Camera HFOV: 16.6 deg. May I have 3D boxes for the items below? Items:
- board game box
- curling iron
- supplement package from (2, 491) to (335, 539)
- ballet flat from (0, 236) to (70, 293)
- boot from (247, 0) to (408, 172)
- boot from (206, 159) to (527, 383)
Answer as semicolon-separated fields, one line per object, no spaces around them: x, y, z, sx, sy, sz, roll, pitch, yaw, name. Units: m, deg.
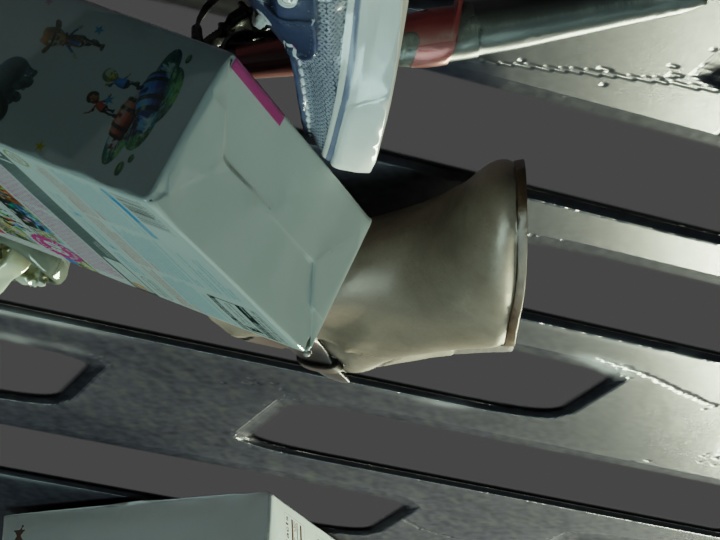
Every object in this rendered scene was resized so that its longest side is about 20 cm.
-0.113;-0.051;0.909;0.199;0.065;0.148;20;165;27;board game box
0.030;-0.096;0.925;0.199;0.050;0.026;-7;133;5;curling iron
-0.105;0.246;1.576;0.190;0.148;0.200;-7;156;21;supplement package
-0.215;-0.005;1.120;0.199;0.064;0.067;-10;153;27;ballet flat
-0.027;-0.115;0.832;0.090;0.073;0.201;8;138;2;boot
0.000;0.000;1.106;0.145;0.071;0.200;4;156;2;boot
